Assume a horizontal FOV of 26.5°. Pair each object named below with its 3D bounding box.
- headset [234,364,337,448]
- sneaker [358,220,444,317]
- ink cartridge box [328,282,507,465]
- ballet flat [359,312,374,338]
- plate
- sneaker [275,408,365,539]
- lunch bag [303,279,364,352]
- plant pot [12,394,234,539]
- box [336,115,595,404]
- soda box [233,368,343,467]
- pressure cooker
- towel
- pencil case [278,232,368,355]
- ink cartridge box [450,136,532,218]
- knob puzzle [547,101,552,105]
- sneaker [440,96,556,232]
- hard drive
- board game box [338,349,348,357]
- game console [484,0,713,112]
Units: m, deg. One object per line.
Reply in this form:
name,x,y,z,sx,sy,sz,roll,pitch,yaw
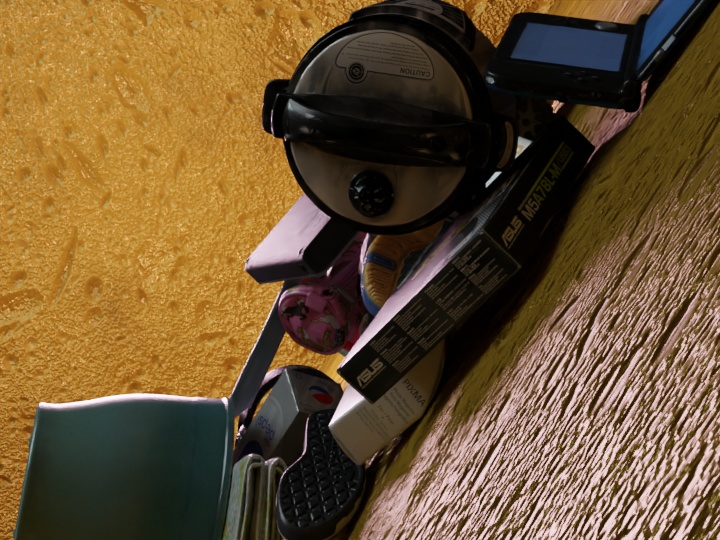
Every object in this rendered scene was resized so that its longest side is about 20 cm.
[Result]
headset,-0.079,0.206,1.675,0.202,0.122,0.094,-71,21,5
sneaker,0.034,-0.002,1.442,0.089,0.075,0.201,-58,6,34
ink cartridge box,0.069,0.062,1.297,0.199,0.057,0.163,-35,9,20
ballet flat,0.035,0.074,1.580,0.200,0.074,0.065,-70,-18,-79
plate,-0.098,0.078,1.609,0.200,0.025,0.202,-90,26,-84
sneaker,-0.026,0.196,1.321,0.200,0.071,0.084,-64,-22,-66
lunch bag,0.013,-0.011,1.701,0.082,0.176,0.202,27,86,48
plant pot,-0.230,0.207,1.462,0.200,0.185,0.203,-169,90,-78
box,0.084,-0.010,1.200,0.200,0.047,0.193,-46,2,41
soda box,-0.087,0.196,1.532,0.201,0.068,0.064,-57,33,27
pressure cooker,0.032,-0.119,1.218,0.175,0.180,0.200,-35,1,20
towel,-0.106,0.262,1.390,0.200,0.047,0.174,136,143,-72
pencil case,0.000,0.000,1.561,0.086,0.084,0.200,1,34,39
ink cartridge box,0.091,-0.108,1.534,0.037,0.199,0.095,38,-98,-47
knob puzzle,0.161,-0.191,1.647,0.219,0.030,0.220,-42,-20,-19
sneaker,0.136,-0.092,1.608,0.200,0.077,0.085,-49,-8,-21
hard drive,-0.038,-0.050,1.518,0.140,0.033,0.200,-50,14,-15
board game box,0.011,0.008,1.832,0.201,0.152,0.040,-59,3,-29
game console,0.195,-0.208,1.177,0.200,0.168,0.120,-60,-23,-64
